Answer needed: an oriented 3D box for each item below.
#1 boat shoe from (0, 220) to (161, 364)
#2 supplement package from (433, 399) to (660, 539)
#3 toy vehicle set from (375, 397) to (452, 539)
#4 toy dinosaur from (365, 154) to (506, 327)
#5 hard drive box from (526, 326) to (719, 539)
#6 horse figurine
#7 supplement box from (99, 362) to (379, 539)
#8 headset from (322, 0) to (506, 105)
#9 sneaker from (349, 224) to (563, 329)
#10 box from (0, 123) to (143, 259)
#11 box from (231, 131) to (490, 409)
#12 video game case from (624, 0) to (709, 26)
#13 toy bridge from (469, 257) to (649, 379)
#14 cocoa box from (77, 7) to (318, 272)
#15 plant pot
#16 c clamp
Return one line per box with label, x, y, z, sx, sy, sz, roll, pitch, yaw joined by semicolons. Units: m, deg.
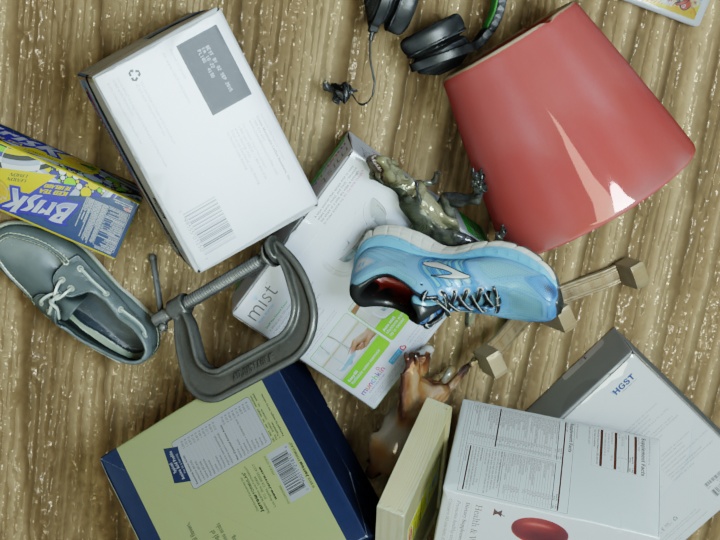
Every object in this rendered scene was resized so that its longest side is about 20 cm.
boat shoe;-0.282;0.024;1.277;0.200;0.062;0.073;39;101;-14
supplement package;0.173;0.260;1.264;0.199;0.147;0.192;11;122;6
toy vehicle set;0.049;0.228;1.252;0.026;0.124;0.200;19;144;14
toy dinosaur;0.085;-0.041;1.186;0.088;0.048;0.200;-20;114;33
hard drive box;0.285;0.187;1.353;0.156;0.077;0.200;-44;105;10
horse figurine;0.051;0.149;1.299;0.050;0.132;0.200;40;121;17
supplement box;-0.109;0.221;1.271;0.199;0.134;0.200;-31;76;7
headset;0.047;-0.233;1.224;0.123;0.094;0.200;44;85;-10
sneaker;0.081;0.024;1.151;0.199;0.090;0.079;8;133;22
box;-0.311;-0.085;1.237;0.199;0.070;0.064;25;103;-10
box;0.000;0.000;1.268;0.176;0.097;0.200;34;103;-12
video game case;0.262;-0.348;1.214;0.199;0.023;0.183;18;105;-9
toy bridge;0.192;0.044;1.303;0.200;0.067;0.027;-30;109;-13
cocoa box;-0.151;-0.122;1.190;0.133;0.131;0.201;-31;107;-12
plant pot;0.180;-0.137;1.199;0.200;0.200;0.178;-30;97;6
c clamp;-0.124;0.031;1.215;0.200;0.027;0.172;-23;67;32
